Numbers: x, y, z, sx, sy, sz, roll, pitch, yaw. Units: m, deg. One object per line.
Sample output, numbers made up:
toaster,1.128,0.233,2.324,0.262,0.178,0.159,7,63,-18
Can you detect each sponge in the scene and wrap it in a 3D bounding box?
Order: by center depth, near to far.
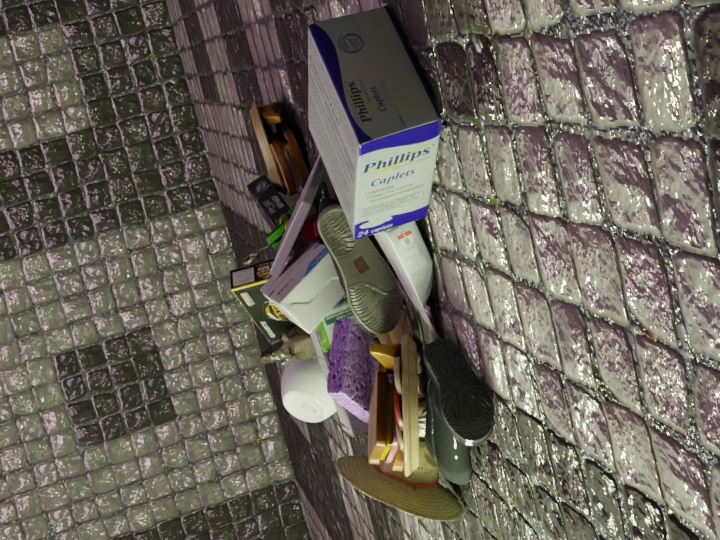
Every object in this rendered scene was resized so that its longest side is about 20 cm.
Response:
sponge,0.009,0.158,1.602,0.200,0.030,0.112,47,-136,-55

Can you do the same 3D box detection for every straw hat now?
straw hat,0.072,0.280,1.617,0.086,0.200,0.201,-69,21,9

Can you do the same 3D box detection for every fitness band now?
fitness band,-0.059,-0.019,1.884,0.200,0.037,0.145,40,-145,-77

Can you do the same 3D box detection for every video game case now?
video game case,-0.095,-0.095,1.769,0.200,0.018,0.144,-76,11,-60

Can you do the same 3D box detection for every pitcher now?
pitcher,-0.059,0.151,1.938,0.172,0.121,0.201,107,-173,-50

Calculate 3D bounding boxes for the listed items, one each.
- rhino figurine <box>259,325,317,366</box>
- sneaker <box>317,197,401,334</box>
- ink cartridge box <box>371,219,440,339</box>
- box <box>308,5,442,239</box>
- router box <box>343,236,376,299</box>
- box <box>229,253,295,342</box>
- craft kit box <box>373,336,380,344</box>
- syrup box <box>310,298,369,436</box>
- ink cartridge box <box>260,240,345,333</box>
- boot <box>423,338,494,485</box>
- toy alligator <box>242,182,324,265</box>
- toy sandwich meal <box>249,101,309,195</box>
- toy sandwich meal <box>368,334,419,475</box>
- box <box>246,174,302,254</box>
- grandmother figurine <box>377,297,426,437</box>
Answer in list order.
rhino figurine,-0.095,0.118,1.796,0.087,0.200,0.060,-24,83,36
sneaker,0.000,-0.013,1.565,0.106,0.074,0.201,-105,-8,-74
ink cartridge box,0.063,-0.018,1.496,0.200,0.050,0.162,59,177,-32
box,0.012,-0.175,1.324,0.200,0.104,0.185,94,157,-60
router box,0.000,0.000,1.734,0.200,0.051,0.150,-149,42,-72
box,-0.126,0.048,1.997,0.200,0.159,0.050,63,-167,-55
craft kit box,0.049,0.232,1.857,0.198,0.048,0.201,110,142,-66
syrup box,-0.016,0.150,1.727,0.081,0.078,0.201,177,74,-77
ink cartridge box,-0.080,0.021,1.691,0.067,0.116,0.200,45,174,-13
boot,0.124,0.212,1.427,0.165,0.065,0.201,-107,12,-45
toy alligator,-0.121,-0.069,1.953,0.054,0.200,0.059,43,180,-20
toy sandwich meal,-0.151,-0.235,2.090,0.205,0.070,0.206,162,90,-89
toy sandwich meal,0.041,0.181,1.477,0.205,0.070,0.207,-1,-90,-87
box,-0.129,-0.065,2.080,0.200,0.043,0.160,53,173,30
grandmother figurine,0.068,0.144,1.610,0.121,0.060,0.201,59,-166,-84
